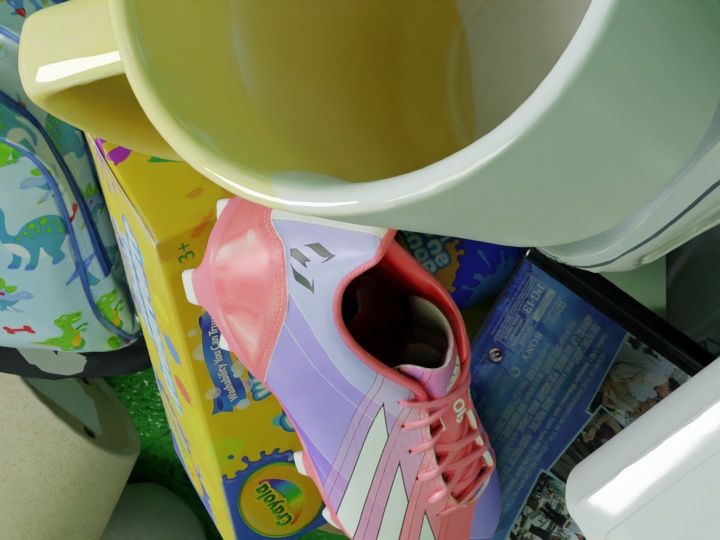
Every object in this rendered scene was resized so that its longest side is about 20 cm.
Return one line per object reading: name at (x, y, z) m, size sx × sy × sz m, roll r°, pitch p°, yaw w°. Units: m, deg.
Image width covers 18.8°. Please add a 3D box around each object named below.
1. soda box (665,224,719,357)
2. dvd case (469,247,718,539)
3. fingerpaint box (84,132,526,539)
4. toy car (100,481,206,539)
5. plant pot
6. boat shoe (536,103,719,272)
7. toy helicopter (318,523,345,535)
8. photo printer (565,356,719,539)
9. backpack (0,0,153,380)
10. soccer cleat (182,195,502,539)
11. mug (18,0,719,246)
soda box at (0.198, -0.030, 0.803) m, size 0.063 × 0.069 × 0.200 m, roll 24°, pitch 139°, yaw -24°
dvd case at (0.112, 0.099, 0.802) m, size 0.199 × 0.018 × 0.143 m, roll 36°, pitch 118°, yaw 12°
fingerpaint box at (0.000, 0.000, 0.819) m, size 0.166 × 0.073 × 0.201 m, roll -24°, pitch 142°, yaw -13°
toy car at (-0.132, 0.203, 1.121) m, size 0.199 × 0.176 × 0.150 m, roll -12°, pitch 173°, yaw 25°
plant pot at (-0.200, 0.118, 0.984) m, size 0.200 × 0.188 × 0.187 m, roll -44°, pitch 122°, yaw 10°
boat shoe at (0.144, -0.067, 0.751) m, size 0.200 × 0.071 × 0.070 m, roll -41°, pitch 155°, yaw 13°
toy helicopter at (0.058, 0.066, 0.953) m, size 0.199 × 0.079 × 0.132 m, roll -21°, pitch 145°, yaw 13°
photo printer at (0.190, 0.077, 0.708) m, size 0.200 × 0.069 × 0.167 m, roll -41°, pitch 85°, yaw 24°
backpack at (-0.147, -0.049, 0.818) m, size 0.162 × 0.154 × 0.201 m, roll 13°, pitch 130°, yaw 11°
soccer cleat at (0.013, 0.044, 0.735) m, size 0.076 × 0.067 × 0.200 m, roll 3°, pitch 144°, yaw 33°
mug at (0.017, -0.080, 0.613) m, size 0.186 × 0.150 × 0.153 m, roll 23°, pitch -179°, yaw 29°
